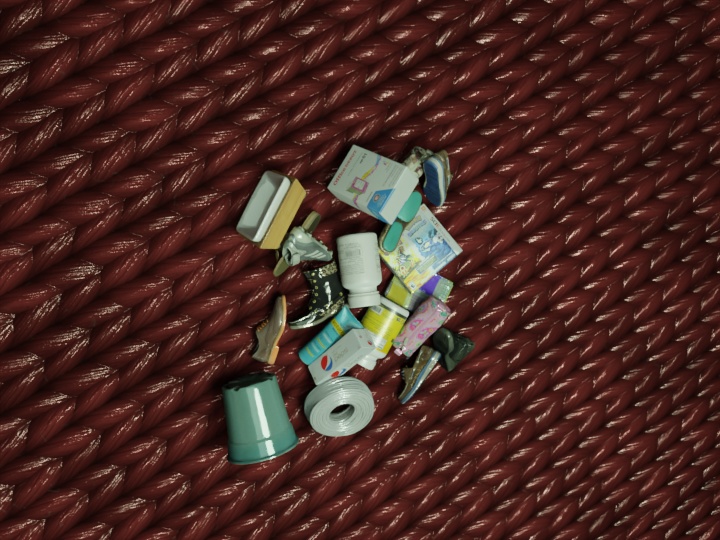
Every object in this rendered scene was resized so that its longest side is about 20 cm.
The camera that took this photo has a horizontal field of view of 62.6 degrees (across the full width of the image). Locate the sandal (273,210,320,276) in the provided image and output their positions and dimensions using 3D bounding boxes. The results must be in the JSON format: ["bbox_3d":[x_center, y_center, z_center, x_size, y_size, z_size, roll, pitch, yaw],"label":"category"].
[{"bbox_3d":[-0.197,-0.086,1.635,0.070,0.078,0.212,33,80,13],"label":"sandal"}]

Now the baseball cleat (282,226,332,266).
[{"bbox_3d":[-0.151,-0.050,1.603,0.106,0.070,0.200,-52,147,-2],"label":"baseball cleat"}]

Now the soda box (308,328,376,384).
[{"bbox_3d":[-0.053,0.243,1.658,0.200,0.064,0.068,-43,151,27],"label":"soda box"}]

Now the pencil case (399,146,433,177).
[{"bbox_3d":[0.122,-0.265,1.678,0.200,0.089,0.078,-46,109,-6],"label":"pencil case"}]

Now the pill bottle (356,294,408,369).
[{"bbox_3d":[0.047,0.180,1.713,0.112,0.112,0.200,30,90,-19],"label":"pill bottle"}]

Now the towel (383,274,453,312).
[{"bbox_3d":[0.175,0.056,1.771,0.200,0.023,0.144,30,81,-19],"label":"towel"}]

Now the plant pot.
[{"bbox_3d":[-0.284,0.393,1.615,0.200,0.200,0.196,-12,94,-15],"label":"plant pot"}]

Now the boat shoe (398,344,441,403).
[{"bbox_3d":[0.164,0.311,1.793,0.072,0.072,0.200,35,103,12],"label":"boat shoe"}]

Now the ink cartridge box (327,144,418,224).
[{"bbox_3d":[0.030,-0.233,1.594,0.145,0.200,0.085,-59,145,-2],"label":"ink cartridge box"}]

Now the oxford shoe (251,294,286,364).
[{"bbox_3d":[-0.252,0.161,1.644,0.073,0.071,0.200,13,95,-13],"label":"oxford shoe"}]

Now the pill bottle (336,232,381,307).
[{"bbox_3d":[0.000,0.000,1.651,0.114,0.114,0.200,-7,88,-16],"label":"pill bottle"}]

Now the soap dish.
[{"bbox_3d":[-0.234,-0.158,1.560,0.081,0.157,0.200,28,90,-35],"label":"soap dish"}]

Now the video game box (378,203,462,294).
[{"bbox_3d":[0.165,-0.063,1.722,0.200,0.047,0.182,-40,89,-7],"label":"video game box"}]

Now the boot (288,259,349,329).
[{"bbox_3d":[-0.129,0.069,1.663,0.200,0.073,0.151,-22,105,-16],"label":"boot"}]

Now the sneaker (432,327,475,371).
[{"bbox_3d":[0.282,0.214,1.780,0.114,0.076,0.200,-38,141,-16],"label":"sneaker"}]

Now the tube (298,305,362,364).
[{"bbox_3d":[-0.088,0.188,1.669,0.200,0.050,0.077,-41,85,17],"label":"tube"}]

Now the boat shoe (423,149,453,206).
[{"bbox_3d":[0.226,-0.257,1.668,0.072,0.200,0.072,38,72,22],"label":"boat shoe"}]

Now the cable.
[{"bbox_3d":[-0.060,0.396,1.707,0.200,0.069,0.200,-17,128,-7],"label":"cable"}]

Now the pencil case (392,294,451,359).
[{"bbox_3d":[0.174,0.165,1.735,0.087,0.087,0.200,37,105,-18],"label":"pencil case"}]

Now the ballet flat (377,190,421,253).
[{"bbox_3d":[0.103,-0.139,1.669,0.070,0.065,0.200,36,79,-18],"label":"ballet flat"}]
